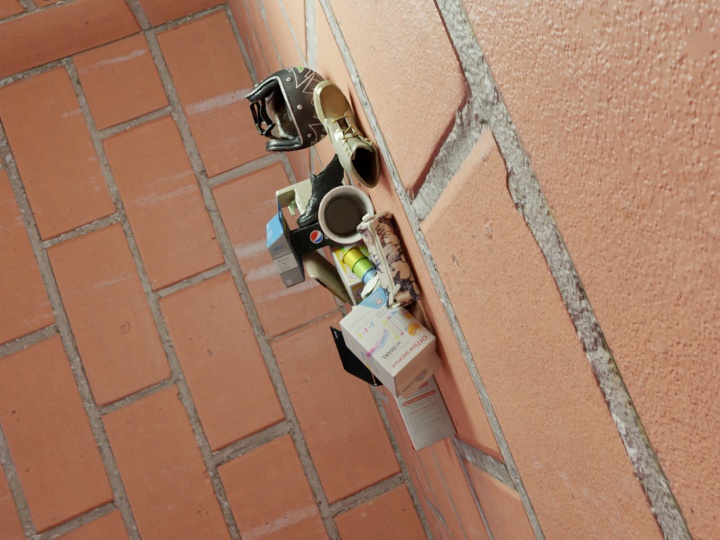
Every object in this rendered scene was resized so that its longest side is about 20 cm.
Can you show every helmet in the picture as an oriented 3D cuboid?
[{"bbox_3d":[-0.148,-0.371,1.396,0.200,0.189,0.203,33,-129,-53],"label":"helmet"}]

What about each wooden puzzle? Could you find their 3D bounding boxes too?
[{"bbox_3d":[-0.090,0.017,1.715,0.199,0.037,0.186,36,-164,-35],"label":"wooden puzzle"}]

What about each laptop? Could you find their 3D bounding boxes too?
[{"bbox_3d":[0.040,0.214,1.641,0.104,0.197,0.179,-112,4,-52],"label":"laptop"}]

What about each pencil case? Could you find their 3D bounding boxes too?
[{"bbox_3d":[0.058,-0.022,1.254,0.089,0.077,0.202,-14,-97,-78],"label":"pencil case"}]

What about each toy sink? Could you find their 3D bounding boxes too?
[{"bbox_3d":[-0.132,-0.193,1.760,0.130,0.198,0.113,105,144,-77],"label":"toy sink"}]

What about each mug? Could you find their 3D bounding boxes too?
[{"bbox_3d":[-0.034,-0.117,1.522,0.200,0.132,0.180,-141,32,-83],"label":"mug"}]

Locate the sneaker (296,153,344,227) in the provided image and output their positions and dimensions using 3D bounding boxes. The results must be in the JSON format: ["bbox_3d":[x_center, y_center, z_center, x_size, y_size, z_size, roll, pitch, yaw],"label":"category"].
[{"bbox_3d":[-0.111,-0.214,1.630,0.105,0.199,0.060,54,179,-18],"label":"sneaker"}]

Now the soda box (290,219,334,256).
[{"bbox_3d":[-0.089,-0.109,1.654,0.063,0.198,0.072,-128,17,-76],"label":"soda box"}]

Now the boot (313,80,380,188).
[{"bbox_3d":[-0.024,-0.270,1.203,0.155,0.071,0.202,-122,8,-61],"label":"boot"}]

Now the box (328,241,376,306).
[{"bbox_3d":[0.000,0.000,1.649,0.201,0.111,0.102,-120,9,-49],"label":"box"}]

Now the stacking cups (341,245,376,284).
[{"bbox_3d":[0.034,0.026,1.510,0.200,0.060,0.061,48,165,25],"label":"stacking cups"}]

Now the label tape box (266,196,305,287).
[{"bbox_3d":[-0.217,-0.077,1.661,0.145,0.063,0.202,-107,-3,-59],"label":"label tape box"}]

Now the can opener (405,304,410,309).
[{"bbox_3d":[0.108,0.093,1.401,0.066,0.054,0.201,33,161,15],"label":"can opener"}]

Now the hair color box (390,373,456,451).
[{"bbox_3d":[0.143,0.323,1.487,0.064,0.110,0.202,100,149,-77],"label":"hair color box"}]

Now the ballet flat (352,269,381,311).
[{"bbox_3d":[0.023,0.076,1.435,0.071,0.202,0.069,16,-168,-43],"label":"ballet flat"}]

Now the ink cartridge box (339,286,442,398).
[{"bbox_3d":[0.071,0.163,1.316,0.200,0.128,0.126,41,162,27],"label":"ink cartridge box"}]
